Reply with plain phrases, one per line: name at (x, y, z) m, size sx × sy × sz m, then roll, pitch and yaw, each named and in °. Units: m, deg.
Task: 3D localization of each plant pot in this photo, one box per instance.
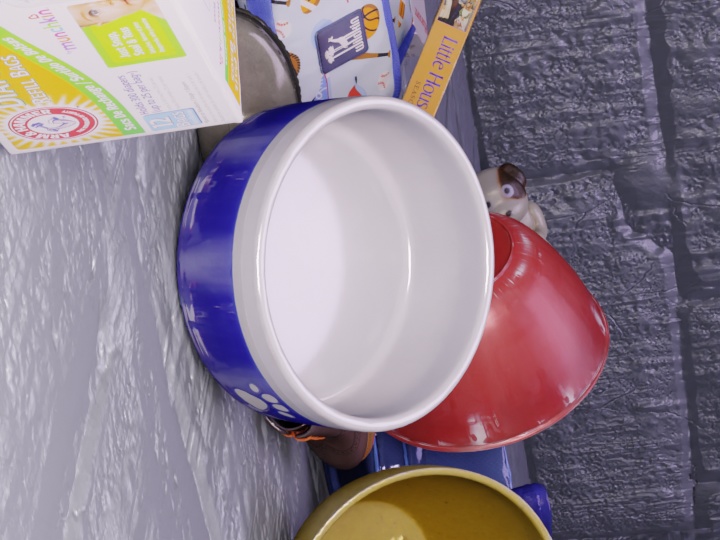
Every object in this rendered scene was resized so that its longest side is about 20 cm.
plant pot at (0.025, 0.222, 1.444) m, size 0.142 × 0.199 × 0.201 m, roll -159°, pitch -120°, yaw -71°

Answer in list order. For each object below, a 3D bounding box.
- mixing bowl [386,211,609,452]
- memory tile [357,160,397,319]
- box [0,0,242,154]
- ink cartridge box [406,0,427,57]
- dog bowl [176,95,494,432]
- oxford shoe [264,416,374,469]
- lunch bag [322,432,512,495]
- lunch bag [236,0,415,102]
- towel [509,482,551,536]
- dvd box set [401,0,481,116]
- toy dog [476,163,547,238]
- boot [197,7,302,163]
mixing bowl at (0.080, 0.027, 1.562) m, size 0.201 × 0.199 × 0.109 m, roll -87°, pitch 163°, yaw -49°
memory tile at (-0.029, -0.029, 1.431) m, size 0.200 × 0.017 × 0.154 m, roll 24°, pitch -50°, yaw 66°
box at (-0.121, -0.132, 0.832) m, size 0.200 × 0.112 × 0.102 m, roll 61°, pitch 22°, yaw -71°
ink cartridge box at (0.013, -0.320, 2.075) m, size 0.147 × 0.082 × 0.201 m, roll 24°, pitch 60°, yaw -81°
dog bowl at (-0.013, -0.005, 1.265) m, size 0.199 × 0.079 × 0.202 m, roll -1°, pitch 92°, yaw -44°
oxford shoe at (-0.041, 0.094, 1.461) m, size 0.200 × 0.071 × 0.073 m, roll 64°, pitch 37°, yaw -49°
lunch bag at (0.039, 0.165, 1.670) m, size 0.136 × 0.131 × 0.201 m, roll 130°, pitch -47°, yaw -66°
lunch bag at (-0.032, -0.200, 1.537) m, size 0.200 × 0.123 × 0.171 m, roll -65°, pitch 151°, yaw -50°
towel at (0.057, 0.249, 1.576) m, size 0.050 × 0.199 × 0.149 m, roll -143°, pitch -139°, yaw -65°
dvd box set at (0.036, -0.105, 1.546) m, size 0.146 × 0.029 × 0.201 m, roll 115°, pitch -3°, yaw -72°
toy dog at (0.225, -0.085, 3.266) m, size 0.200 × 0.139 × 0.195 m, roll 70°, pitch 2°, yaw -60°
boot at (-0.075, -0.055, 1.307) m, size 0.131 × 0.067 × 0.201 m, roll -75°, pitch 157°, yaw -54°
